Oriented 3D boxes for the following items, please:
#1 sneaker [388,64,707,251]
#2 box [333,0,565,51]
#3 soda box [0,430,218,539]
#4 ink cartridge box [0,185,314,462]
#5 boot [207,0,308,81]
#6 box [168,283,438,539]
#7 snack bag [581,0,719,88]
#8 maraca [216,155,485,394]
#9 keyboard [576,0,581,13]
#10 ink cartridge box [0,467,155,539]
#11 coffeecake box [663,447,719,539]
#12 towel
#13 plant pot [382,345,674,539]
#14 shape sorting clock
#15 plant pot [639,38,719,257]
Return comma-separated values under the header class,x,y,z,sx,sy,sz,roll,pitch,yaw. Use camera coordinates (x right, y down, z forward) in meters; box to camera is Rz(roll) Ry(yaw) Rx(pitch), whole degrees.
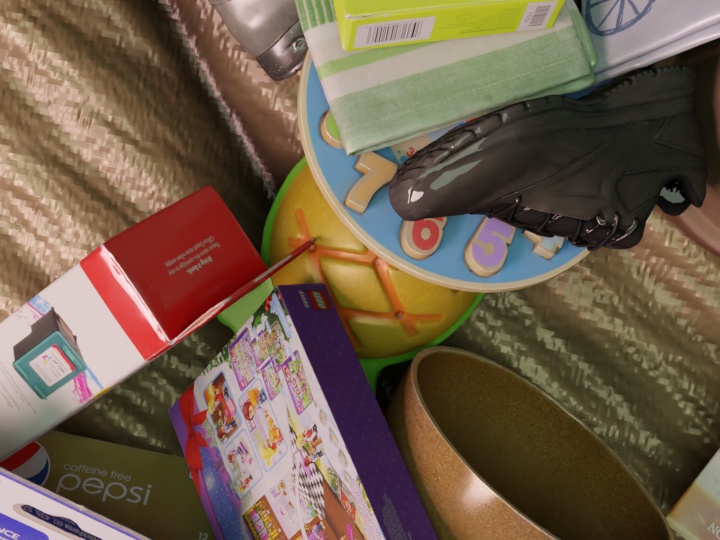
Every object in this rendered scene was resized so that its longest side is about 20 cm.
class,x,y,z,sx,sy,sz,roll,pitch,yaw
sneaker,0.109,-0.049,0.828,0.199,0.076,0.091,-16,89,-24
box,0.033,-0.224,0.847,0.121,0.048,0.201,-7,74,-7
soda box,-0.182,0.143,0.949,0.199,0.064,0.068,12,139,0
ink cartridge box,-0.133,0.021,0.887,0.200,0.116,0.067,-33,93,31
boot,-0.026,-0.220,0.919,0.200,0.068,0.131,-43,106,5
box,-0.031,0.127,0.870,0.137,0.039,0.200,-46,57,39
snack bag,0.192,-0.215,0.854,0.021,0.188,0.201,21,62,-37
maraca,0.000,0.000,0.931,0.137,0.107,0.200,37,103,-1
keyboard,0.108,-0.177,0.954,0.104,0.040,0.201,16,86,7
ink cartridge box,-0.193,0.161,0.893,0.197,0.047,0.200,29,134,-17
coffeecake box,0.304,0.121,0.924,0.153,0.073,0.200,39,94,25
towel,0.031,-0.174,0.870,0.152,0.023,0.201,-17,76,-10
plant pot,0.051,0.181,0.919,0.186,0.186,0.200,35,108,-2
shape sorting clock,0.063,-0.085,0.878,0.199,0.039,0.201,7,67,-16
plant pot,0.269,-0.091,0.888,0.199,0.175,0.201,0,94,-1
